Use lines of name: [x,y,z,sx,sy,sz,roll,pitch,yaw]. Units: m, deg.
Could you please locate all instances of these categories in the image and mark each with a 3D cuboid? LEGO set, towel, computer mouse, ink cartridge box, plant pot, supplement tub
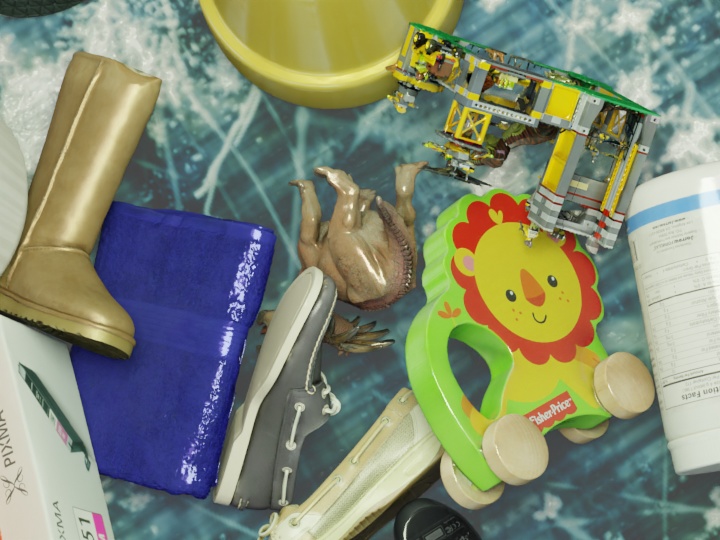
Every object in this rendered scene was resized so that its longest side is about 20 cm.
LEGO set: [0.104,-0.085,1.536,0.199,0.154,0.117,12,103,-33]
towel: [-0.140,0.056,1.587,0.147,0.049,0.202,11,82,32]
computer mouse: [0.083,0.252,1.561,0.058,0.034,0.201,-26,85,-17]
ink cartridge box: [-0.237,0.126,1.490,0.043,0.173,0.201,-23,67,16]
plant pot: [-0.027,-0.231,1.562,0.199,0.189,0.203,-1,82,4]
supplement tub: [0.261,0.032,1.527,0.131,0.132,0.202,-11,81,3]

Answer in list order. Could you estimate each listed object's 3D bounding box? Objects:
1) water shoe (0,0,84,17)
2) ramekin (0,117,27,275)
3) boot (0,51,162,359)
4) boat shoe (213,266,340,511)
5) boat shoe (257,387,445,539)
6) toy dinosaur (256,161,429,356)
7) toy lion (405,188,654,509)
water shoe: [-0.201,-0.260,1.638,0.199,0.071,0.079,-29,64,12]
ramekin: [-0.328,-0.051,1.578,0.201,0.094,0.204,-9,69,25]
boot: [-0.190,-0.051,1.576,0.174,0.066,0.201,18,82,43]
boat shoe: [-0.046,0.087,1.544,0.062,0.073,0.201,18,118,-10]
boat shoe: [-0.022,0.167,1.561,0.200,0.073,0.063,-40,73,-5]
toy dinosaur: [0.000,0.000,1.546,0.085,0.200,0.137,-1,81,-26]
toy lion: [0.102,0.041,1.526,0.199,0.069,0.193,-25,83,-44]
